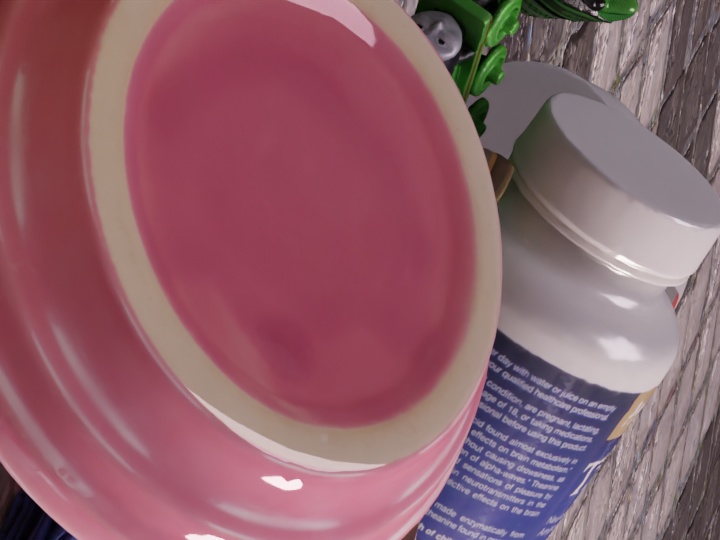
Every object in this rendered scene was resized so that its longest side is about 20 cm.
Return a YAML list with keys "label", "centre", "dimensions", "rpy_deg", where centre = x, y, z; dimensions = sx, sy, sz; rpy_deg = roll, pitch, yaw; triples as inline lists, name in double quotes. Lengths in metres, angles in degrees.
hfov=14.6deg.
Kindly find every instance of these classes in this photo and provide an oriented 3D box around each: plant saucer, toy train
- label: "plant saucer"
  centre: [-0.030, -0.014, 0.760]
  dimensions: [0.200, 0.051, 0.202]
  rpy_deg: [18, 63, -41]
- label: "toy train"
  centre: [0.019, -0.043, 1.086]
  dimensions: [0.056, 0.042, 0.201]
  rpy_deg: [-46, 163, -33]

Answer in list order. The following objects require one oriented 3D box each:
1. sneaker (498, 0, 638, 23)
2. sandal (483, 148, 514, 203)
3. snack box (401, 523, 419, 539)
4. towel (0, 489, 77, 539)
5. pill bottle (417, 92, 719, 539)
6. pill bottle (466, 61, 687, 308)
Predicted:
- label: "sneaker"
  centre: [0.069, -0.157, 1.022]
  dimensions: [0.200, 0.085, 0.079]
  rpy_deg: [69, 35, -66]
- label: "sandal"
  centre: [0.000, 0.000, 0.939]
  dimensions: [0.081, 0.054, 0.200]
  rpy_deg: [-58, 177, 26]
- label: "snack box"
  centre: [-0.027, 0.127, 0.846]
  dimensions: [0.072, 0.024, 0.201]
  rpy_deg: [-2, 112, -45]
- label: "towel"
  centre: [-0.105, 0.173, 0.906]
  dimensions: [0.200, 0.024, 0.145]
  rpy_deg: [80, 27, -56]
- label: "pill bottle"
  centre: [0.053, 0.036, 1.083]
  dimensions: [0.201, 0.111, 0.111]
  rpy_deg: [-56, 174, 22]
- label: "pill bottle"
  centre: [0.088, -0.027, 1.299]
  dimensions: [0.200, 0.113, 0.115]
  rpy_deg: [41, 62, -73]
